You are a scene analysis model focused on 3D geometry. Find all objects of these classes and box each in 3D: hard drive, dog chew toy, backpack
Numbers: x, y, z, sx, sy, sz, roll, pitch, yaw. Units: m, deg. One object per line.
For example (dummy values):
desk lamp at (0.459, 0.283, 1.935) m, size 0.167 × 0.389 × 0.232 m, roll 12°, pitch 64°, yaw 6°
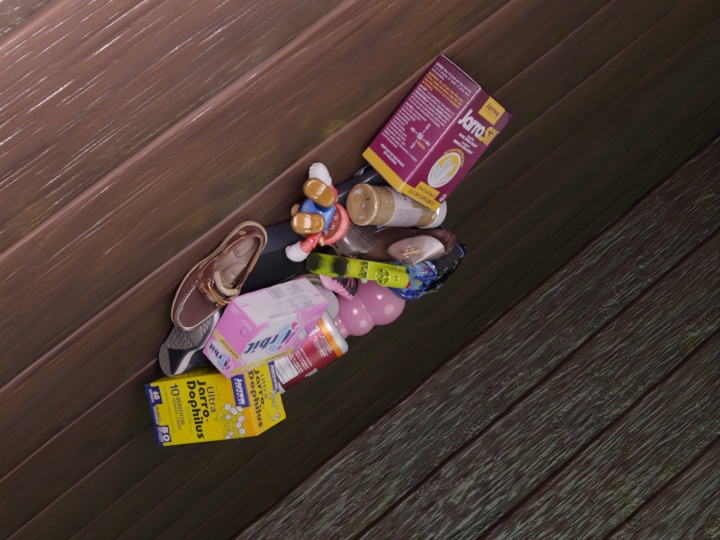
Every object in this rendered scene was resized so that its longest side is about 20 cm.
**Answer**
hard drive at (-0.152, -0.019, 1.529) m, size 0.199 × 0.042 × 0.135 m, roll -20°, pitch 154°, yaw -51°
dog chew toy at (-0.004, 0.080, 1.994) m, size 0.199 × 0.125 × 0.125 m, roll -31°, pitch 163°, yaw -1°
backpack at (0.086, -0.027, 1.809) m, size 0.134 × 0.183 × 0.200 m, roll -36°, pitch 169°, yaw -29°

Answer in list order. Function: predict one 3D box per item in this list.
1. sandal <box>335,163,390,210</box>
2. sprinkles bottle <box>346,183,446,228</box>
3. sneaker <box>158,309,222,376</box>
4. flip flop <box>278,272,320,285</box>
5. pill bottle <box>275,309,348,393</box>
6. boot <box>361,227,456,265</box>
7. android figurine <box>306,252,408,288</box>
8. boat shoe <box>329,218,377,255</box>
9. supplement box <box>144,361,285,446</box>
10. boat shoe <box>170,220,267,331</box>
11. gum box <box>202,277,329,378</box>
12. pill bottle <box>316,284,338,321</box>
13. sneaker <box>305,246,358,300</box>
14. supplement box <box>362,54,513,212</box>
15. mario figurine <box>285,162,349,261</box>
sandal at (0.012, -0.154, 1.570) m, size 0.198 × 0.043 × 0.076 m, roll -26°, pitch 153°, yaw -15°
sprinkles bottle at (0.062, -0.105, 1.557) m, size 0.199 × 0.069 × 0.068 m, roll -2°, pitch 139°, yaw -51°
sneaker at (-0.236, 0.098, 1.553) m, size 0.145 × 0.078 × 0.202 m, roll -12°, pitch 158°, yaw -38°
flip flop at (-0.133, 0.045, 1.629) m, size 0.080 × 0.058 × 0.200 m, roll -10°, pitch -171°, yaw 24°
pill bottle at (-0.130, 0.145, 1.658) m, size 0.199 × 0.114 × 0.113 m, roll -32°, pitch 163°, yaw -1°
boot at (0.064, -0.037, 1.591) m, size 0.184 × 0.065 × 0.200 m, roll -9°, pitch -173°, yaw 15°
android figurine at (0.000, 0.000, 1.636) m, size 0.199 × 0.180 × 0.042 m, roll 11°, pitch 88°, yaw -56°
boat shoe at (-0.020, -0.055, 1.605) m, size 0.073 × 0.075 × 0.200 m, roll -37°, pitch -175°, yaw 15°
supplement box at (-0.242, 0.218, 1.567) m, size 0.197 × 0.110 × 0.109 m, roll -11°, pitch -176°, yaw 23°
boat shoe at (-0.210, 0.015, 1.390) m, size 0.200 × 0.072 × 0.072 m, roll -46°, pitch -160°, yaw 6°
gum box at (-0.145, 0.088, 1.504) m, size 0.199 × 0.066 × 0.114 m, roll -17°, pitch 145°, yaw -54°
pill bottle at (-0.114, 0.115, 1.823) m, size 0.112 × 0.113 × 0.201 m, roll -27°, pitch 161°, yaw -38°
sneaker at (-0.032, -0.006, 1.799) m, size 0.096 × 0.079 × 0.200 m, roll -53°, pitch 164°, yaw 2°
supplement box at (0.122, -0.211, 1.469) m, size 0.201 × 0.103 × 0.130 m, roll -51°, pitch 147°, yaw 13°
mario figurine at (-0.082, -0.087, 1.440) m, size 0.123 × 0.107 × 0.200 m, roll -33°, pitch 175°, yaw -2°
